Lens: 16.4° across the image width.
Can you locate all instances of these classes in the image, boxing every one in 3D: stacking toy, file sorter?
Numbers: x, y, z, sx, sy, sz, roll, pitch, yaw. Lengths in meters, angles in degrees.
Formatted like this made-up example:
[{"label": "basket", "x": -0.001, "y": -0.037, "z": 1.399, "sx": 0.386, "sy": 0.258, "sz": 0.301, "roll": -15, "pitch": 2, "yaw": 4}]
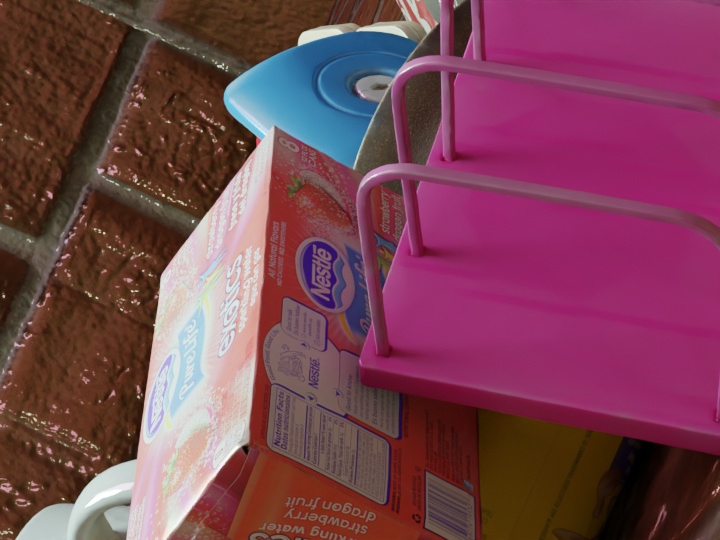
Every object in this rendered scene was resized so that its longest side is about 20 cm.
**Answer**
[{"label": "stacking toy", "x": 0.000, "y": 0.000, "z": 1.179, "sx": 0.110, "sy": 0.115, "sz": 0.201, "roll": 39, "pitch": 135, "yaw": 39}, {"label": "file sorter", "x": 0.088, "y": -0.062, "z": 0.889, "sx": 0.126, "sy": 0.138, "sz": 0.201, "roll": 83, "pitch": -158, "yaw": -53}]

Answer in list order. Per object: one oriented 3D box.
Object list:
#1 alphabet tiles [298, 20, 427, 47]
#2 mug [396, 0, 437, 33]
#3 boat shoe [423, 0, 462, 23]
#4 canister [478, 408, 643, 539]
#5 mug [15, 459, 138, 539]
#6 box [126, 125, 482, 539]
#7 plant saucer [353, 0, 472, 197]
[{"label": "alphabet tiles", "x": 0.025, "y": -0.027, "z": 1.258, "sx": 0.015, "sy": 0.201, "sz": 0.195, "roll": -23, "pitch": 15, "yaw": -32}, {"label": "mug", "x": 0.049, "y": -0.196, "z": 1.393, "sx": 0.133, "sy": 0.201, "sz": 0.177, "roll": -30, "pitch": -13, "yaw": 35}, {"label": "boat shoe", "x": 0.101, "y": -0.142, "z": 1.243, "sx": 0.200, "sy": 0.071, "sz": 0.076, "roll": 27, "pitch": 116, "yaw": 50}, {"label": "canister", "x": 0.070, "y": 0.054, "z": 1.022, "sx": 0.201, "sy": 0.086, "sz": 0.149, "roll": -65, "pitch": 7, "yaw": -4}, {"label": "mug", "x": -0.068, "y": 0.165, "z": 1.129, "sx": 0.148, "sy": 0.174, "sz": 0.201, "roll": -65, "pitch": -28, "yaw": -50}, {"label": "box", "x": -0.021, "y": 0.052, "z": 0.955, "sx": 0.095, "sy": 0.102, "sz": 0.201, "roll": -50, "pitch": 22, "yaw": 30}, {"label": "plant saucer", "x": 0.070, "y": -0.031, "z": 1.110, "sx": 0.199, "sy": 0.032, "sz": 0.202, "roll": -26, "pitch": -52, "yaw": -38}]
